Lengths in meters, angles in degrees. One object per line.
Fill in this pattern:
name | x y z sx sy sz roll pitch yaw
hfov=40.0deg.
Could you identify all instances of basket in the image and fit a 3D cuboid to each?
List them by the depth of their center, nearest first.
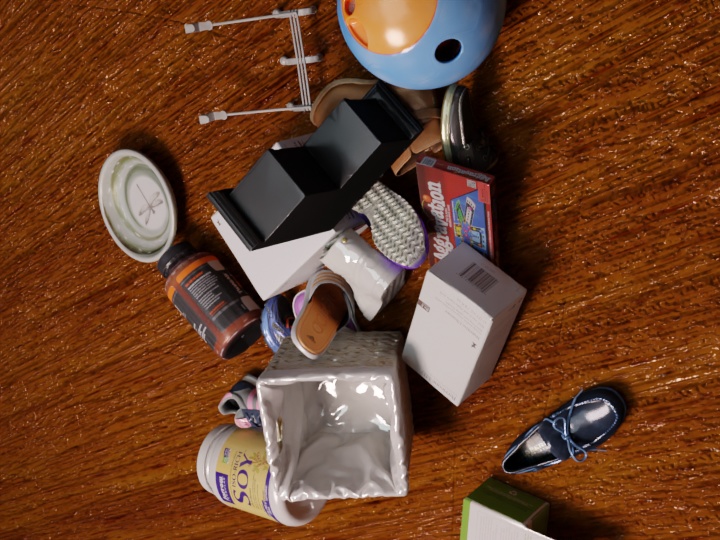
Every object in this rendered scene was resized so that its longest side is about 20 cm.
basket | -0.029 0.204 1.422 0.199 0.161 0.199 -4 110 9

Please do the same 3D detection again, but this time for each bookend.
bookend | -0.053 -0.133 1.226 0.092 0.200 0.199 50 119 11

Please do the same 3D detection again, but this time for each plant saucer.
plant saucer | -0.376 -0.116 1.721 0.200 0.050 0.201 15 115 35

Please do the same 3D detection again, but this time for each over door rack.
over door rack | -0.146 -0.300 1.437 0.199 0.067 0.148 -3 105 19

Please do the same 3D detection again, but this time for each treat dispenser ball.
treat dispenser ball | 0.072 -0.317 1.169 0.200 0.201 0.202 15 115 35

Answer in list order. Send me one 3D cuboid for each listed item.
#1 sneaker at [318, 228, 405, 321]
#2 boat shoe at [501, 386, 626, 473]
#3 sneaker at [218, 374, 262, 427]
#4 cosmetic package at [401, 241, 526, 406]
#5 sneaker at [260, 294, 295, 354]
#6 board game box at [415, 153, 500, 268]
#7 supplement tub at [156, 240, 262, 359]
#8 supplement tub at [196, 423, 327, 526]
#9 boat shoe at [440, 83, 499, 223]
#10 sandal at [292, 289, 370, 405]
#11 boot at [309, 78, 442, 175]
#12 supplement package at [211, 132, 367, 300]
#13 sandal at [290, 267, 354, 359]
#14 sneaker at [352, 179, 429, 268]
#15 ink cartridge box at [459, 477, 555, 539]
sneaker | 0.000 0.000 1.380 0.115 0.074 0.200 39 164 9
boat shoe | 0.266 0.225 1.297 0.084 0.069 0.200 51 131 13
sneaker | -0.157 0.238 1.621 0.200 0.082 0.070 17 139 51
cosmetic package | 0.133 0.074 1.311 0.113 0.081 0.200 38 143 23
sneaker | -0.087 0.123 1.564 0.078 0.075 0.201 -24 98 34
board game box | 0.128 -0.060 1.271 0.103 0.019 0.200 21 147 26
supplement tub | -0.251 0.043 1.637 0.200 0.107 0.107 47 130 16
supplement tub | -0.160 0.332 1.642 0.199 0.145 0.146 6 110 38
boat shoe | 0.145 -0.144 1.260 0.065 0.073 0.201 5 127 24
sandal | -0.032 0.113 1.501 0.082 0.050 0.203 -35 88 10
boot | 0.022 -0.195 1.328 0.200 0.074 0.155 -32 76 41
supplement package | -0.098 -0.080 1.461 0.200 0.111 0.156 -41 78 42
sandal | -0.041 0.054 1.420 0.079 0.207 0.059 43 117 -14
sneaker | 0.052 -0.062 1.338 0.070 0.099 0.200 -46 44 10
ink cartridge box | 0.241 0.401 1.381 0.199 0.076 0.148 17 116 33
